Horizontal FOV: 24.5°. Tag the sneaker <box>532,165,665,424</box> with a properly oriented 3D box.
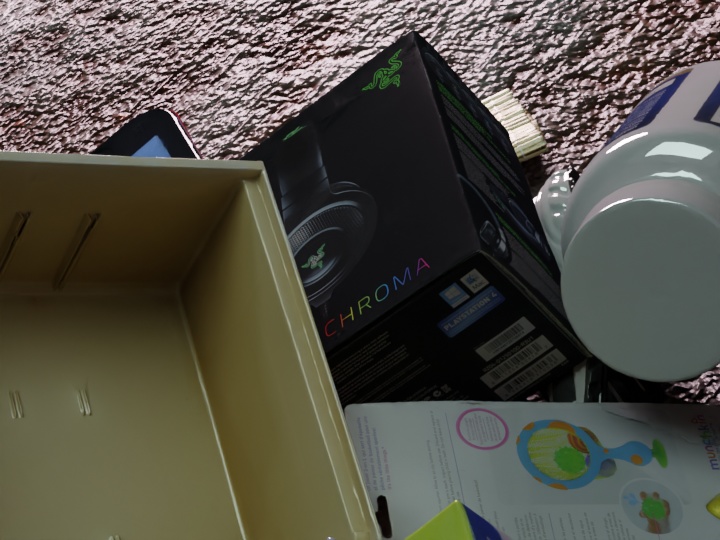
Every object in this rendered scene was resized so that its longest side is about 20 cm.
[{"bbox_3d":[0.099,0.034,0.832,0.079,0.074,0.201,-28,33,18],"label":"sneaker"}]

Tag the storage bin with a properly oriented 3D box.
[{"bbox_3d":[-0.118,0.059,0.648,0.199,0.094,0.199,1,55,-32],"label":"storage bin"}]

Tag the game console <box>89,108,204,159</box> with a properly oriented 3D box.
[{"bbox_3d":[-0.158,-0.006,1.002,0.176,0.031,0.200,-36,36,1],"label":"game console"}]

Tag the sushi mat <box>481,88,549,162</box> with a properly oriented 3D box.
[{"bbox_3d":[0.013,-0.054,0.997,0.199,0.012,0.096,-23,25,0],"label":"sushi mat"}]

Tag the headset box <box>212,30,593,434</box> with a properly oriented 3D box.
[{"bbox_3d":[0.000,0.000,0.826,0.174,0.093,0.201,-35,36,18],"label":"headset box"}]

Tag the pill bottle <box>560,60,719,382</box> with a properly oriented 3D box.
[{"bbox_3d":[0.157,-0.024,0.772,0.110,0.112,0.200,-4,18,23],"label":"pill bottle"}]

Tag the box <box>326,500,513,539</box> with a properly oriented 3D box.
[{"bbox_3d":[0.079,0.167,0.580,0.048,0.200,0.122,-40,35,19],"label":"box"}]

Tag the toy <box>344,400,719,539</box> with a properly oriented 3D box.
[{"bbox_3d":[0.095,0.114,0.709,0.199,0.047,0.116,-1,48,-9],"label":"toy"}]
